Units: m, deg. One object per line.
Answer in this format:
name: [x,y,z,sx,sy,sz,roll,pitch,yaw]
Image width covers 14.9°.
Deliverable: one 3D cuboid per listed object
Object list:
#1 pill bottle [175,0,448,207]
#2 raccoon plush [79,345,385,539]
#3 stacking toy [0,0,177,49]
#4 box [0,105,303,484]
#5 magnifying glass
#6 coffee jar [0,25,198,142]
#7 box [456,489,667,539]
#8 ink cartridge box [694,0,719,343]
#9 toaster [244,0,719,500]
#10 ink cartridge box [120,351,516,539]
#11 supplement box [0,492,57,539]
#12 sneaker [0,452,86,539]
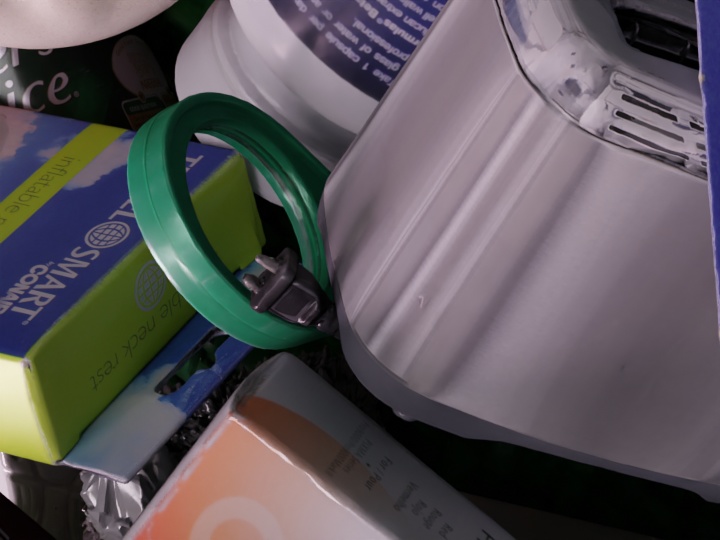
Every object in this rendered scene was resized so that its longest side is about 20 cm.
pill bottle: [0.025,-0.110,0.872,0.111,0.111,0.200,52,127,13]
raccoon plush: [-0.077,0.065,0.954,0.133,0.200,0.098,1,73,28]
stacking toy: [-0.108,-0.173,0.918,0.145,0.200,0.147,-2,116,-4]
box: [-0.127,-0.001,0.897,0.199,0.122,0.048,11,131,31]
magnifying glass: [0.000,0.000,0.875,0.022,0.199,0.080,-30,57,31]
coffee jar: [-0.118,-0.060,1.008,0.104,0.085,0.201,-24,88,23]
box: [0.066,0.192,0.903,0.183,0.105,0.201,12,112,13]
ink cartridge box: [0.188,-0.062,0.718,0.047,0.199,0.199,-150,52,-69]
toaster: [0.079,-0.021,0.800,0.130,0.199,0.114,-58,27,32]
ink cartridge box: [0.004,0.146,0.815,0.200,0.050,0.162,40,122,4]
supplement box: [-0.147,0.197,0.893,0.132,0.198,0.200,-24,127,32]
sneaker: [-0.139,0.112,1.072,0.087,0.074,0.202,-13,65,54]
